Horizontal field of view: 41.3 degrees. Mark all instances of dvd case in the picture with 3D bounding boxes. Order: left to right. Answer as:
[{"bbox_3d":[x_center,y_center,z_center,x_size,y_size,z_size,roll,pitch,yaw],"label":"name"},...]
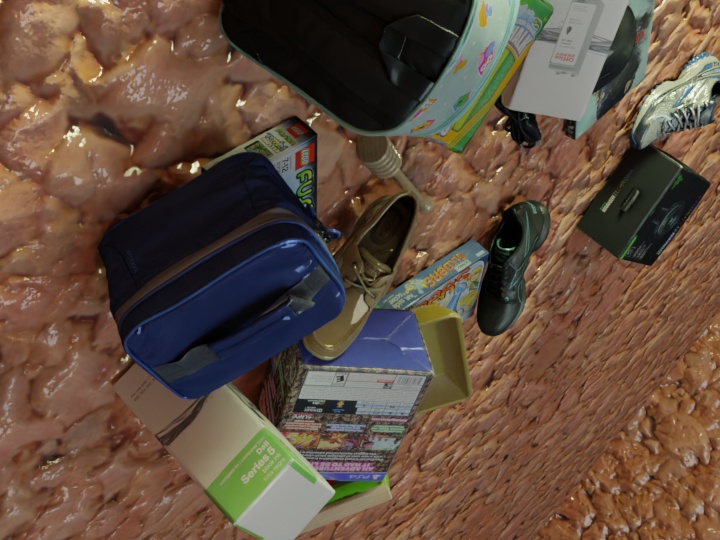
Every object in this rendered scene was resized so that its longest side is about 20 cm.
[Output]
[{"bbox_3d":[0.320,-0.276,1.226,0.146,0.022,0.201,-40,149,-14],"label":"dvd case"}]

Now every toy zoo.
[{"bbox_3d":[-0.033,0.257,1.250,0.130,0.200,0.021,-21,111,1],"label":"toy zoo"}]

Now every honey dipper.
[{"bbox_3d":[0.047,-0.098,1.049,0.038,0.038,0.200,-49,154,3],"label":"honey dipper"}]

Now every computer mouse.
[{"bbox_3d":[0.256,-0.229,1.129,0.199,0.053,0.138,-40,149,4],"label":"computer mouse"}]

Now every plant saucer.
[{"bbox_3d":[0.036,0.121,1.220,0.197,0.049,0.201,-15,141,0],"label":"plant saucer"}]

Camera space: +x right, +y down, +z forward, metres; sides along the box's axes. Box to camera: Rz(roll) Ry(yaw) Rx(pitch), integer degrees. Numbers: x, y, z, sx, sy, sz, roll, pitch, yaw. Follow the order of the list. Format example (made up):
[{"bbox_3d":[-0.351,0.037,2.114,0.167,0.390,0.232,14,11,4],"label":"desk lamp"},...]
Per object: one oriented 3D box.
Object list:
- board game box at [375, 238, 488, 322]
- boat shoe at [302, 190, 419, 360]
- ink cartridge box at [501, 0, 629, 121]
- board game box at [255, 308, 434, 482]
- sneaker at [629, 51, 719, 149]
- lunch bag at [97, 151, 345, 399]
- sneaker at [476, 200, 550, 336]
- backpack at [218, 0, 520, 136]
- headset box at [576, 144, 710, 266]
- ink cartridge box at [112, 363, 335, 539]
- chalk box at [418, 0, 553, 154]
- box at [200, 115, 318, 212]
[{"bbox_3d":[0.085,0.056,1.296,0.199,0.034,0.136,-32,148,-27],"label":"board game box"},{"bbox_3d":[0.000,0.000,1.011,0.202,0.071,0.064,-63,-168,-16],"label":"boat shoe"},{"bbox_3d":[0.198,-0.270,0.921,0.081,0.148,0.202,9,131,-6],"label":"ink cartridge box"},{"bbox_3d":[-0.027,0.146,1.110,0.157,0.098,0.202,5,131,-19],"label":"board game box"},{"bbox_3d":[0.486,-0.245,1.430,0.200,0.085,0.077,-42,151,-10],"label":"sneaker"},{"bbox_3d":[-0.107,0.009,0.807,0.198,0.133,0.136,-31,144,5],"label":"lunch bag"},{"bbox_3d":[0.197,-0.004,1.332,0.079,0.075,0.203,-1,111,-53],"label":"sneaker"},{"bbox_3d":[0.016,-0.196,0.709,0.153,0.200,0.177,2,124,-55],"label":"backpack"},{"bbox_3d":[0.463,-0.109,1.560,0.199,0.093,0.175,8,119,-57],"label":"headset box"},{"bbox_3d":[-0.135,0.170,0.957,0.084,0.200,0.146,-45,152,-8],"label":"ink cartridge box"},{"bbox_3d":[0.077,-0.226,0.837,0.124,0.124,0.201,5,123,-56],"label":"chalk box"},{"bbox_3d":[-0.093,-0.042,0.923,0.109,0.035,0.201,-33,148,-27],"label":"box"}]
